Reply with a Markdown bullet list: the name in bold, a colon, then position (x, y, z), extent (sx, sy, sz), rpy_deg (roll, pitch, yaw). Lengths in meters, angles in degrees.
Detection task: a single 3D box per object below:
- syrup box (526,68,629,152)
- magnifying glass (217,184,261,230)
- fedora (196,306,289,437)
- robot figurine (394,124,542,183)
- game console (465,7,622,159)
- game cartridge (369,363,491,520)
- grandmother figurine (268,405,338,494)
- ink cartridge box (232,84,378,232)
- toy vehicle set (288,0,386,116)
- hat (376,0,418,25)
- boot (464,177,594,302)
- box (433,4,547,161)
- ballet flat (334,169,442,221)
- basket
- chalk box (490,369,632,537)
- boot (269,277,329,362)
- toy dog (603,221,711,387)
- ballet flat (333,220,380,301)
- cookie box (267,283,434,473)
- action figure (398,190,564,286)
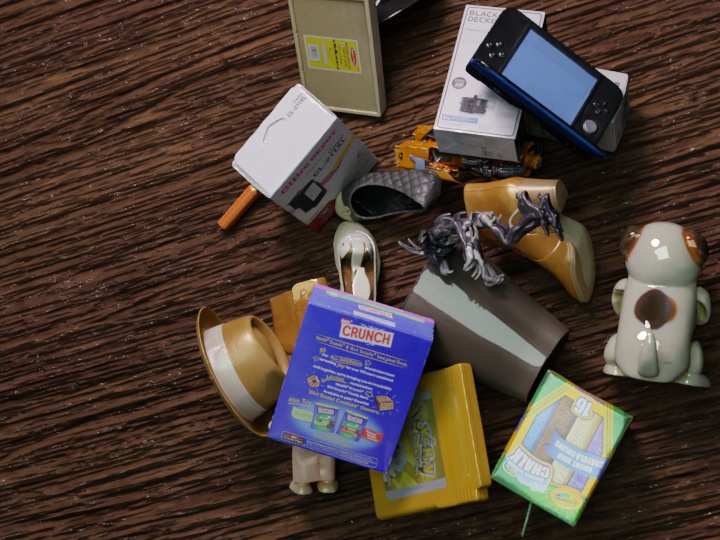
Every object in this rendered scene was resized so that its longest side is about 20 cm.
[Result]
- **syrup box**: position (0.267, -0.235, 1.672), extent (0.198, 0.079, 0.082), rpy_deg (14, 70, 20)
- **magnifying glass**: position (-0.142, -0.139, 1.800), extent (0.022, 0.079, 0.200), rpy_deg (45, 105, 17)
- **fedora**: position (-0.151, 0.129, 1.680), extent (0.081, 0.200, 0.202), rpy_deg (-27, 72, 10)
- **robot figurine**: position (0.155, -0.157, 1.682), extent (0.198, 0.145, 0.059), rpy_deg (12, 119, 21)
- **game console**: position (0.242, -0.239, 1.518), extent (0.199, 0.118, 0.172), rpy_deg (36, 66, -5)
- **game cartridge**: position (0.083, 0.231, 1.618), extent (0.199, 0.032, 0.179), rpy_deg (-24, 71, 45)
- **grandmother figurine**: position (-0.068, 0.204, 1.667), extent (0.120, 0.060, 0.203), rpy_deg (-2, 100, -24)
- **ink cartridge box**: position (-0.075, -0.153, 1.707), extent (0.083, 0.200, 0.146), rpy_deg (42, 93, 21)
- **toy vehicle set**: position (-0.032, -0.316, 1.739), extent (0.123, 0.201, 0.027), rpy_deg (10, 46, 18)
- **hat**: position (0.017, -0.407, 1.787), extent (0.198, 0.081, 0.203), rpy_deg (-7, 55, 10)
- **boot**: position (0.225, -0.041, 1.624), extent (0.143, 0.202, 0.071), rpy_deg (-2, 38, 35)
- **box**: position (0.176, -0.253, 1.624), extent (0.115, 0.060, 0.202), rpy_deg (10, 68, 17)
- **ballet flat**: position (0.031, -0.101, 1.690), extent (0.199, 0.067, 0.057), rpy_deg (-11, 31, 46)
- **basket**: position (0.167, 0.077, 1.623), extent (0.199, 0.136, 0.182), rpy_deg (33, 98, 17)
- **chalk box**: position (0.245, 0.246, 1.556), extent (0.123, 0.124, 0.201), rpy_deg (30, 88, 10)
- **boot**: position (-0.037, 0.080, 1.713), extent (0.199, 0.071, 0.146), rpy_deg (-12, 82, 22)
- **toy dog**: position (0.372, 0.038, 1.537), extent (0.138, 0.193, 0.203), rpy_deg (6, 87, 31)
- **ballet flat**: position (0.000, 0.000, 1.695), extent (0.067, 0.063, 0.202), rpy_deg (-2, 56, -8)
- **cookie box**: position (-0.011, 0.140, 1.574), extent (0.169, 0.075, 0.202), rpy_deg (17, 110, -3)
- **action figure**: position (0.150, -0.032, 1.529), extent (0.198, 0.119, 0.103), rpy_deg (-18, 83, 24)
